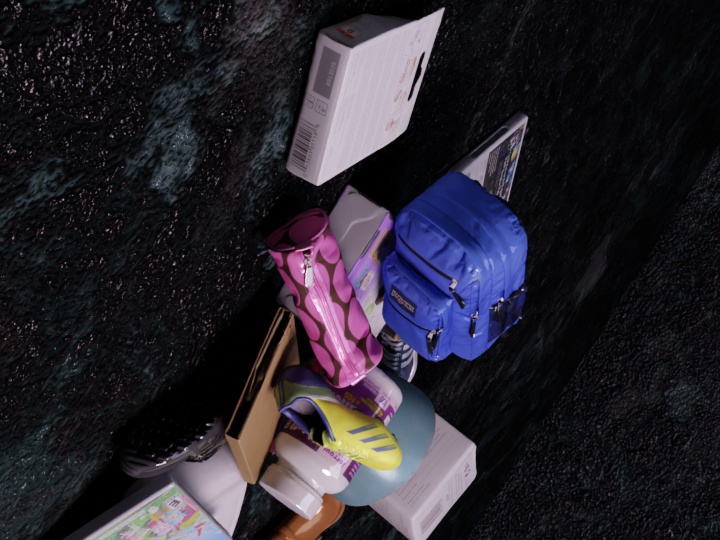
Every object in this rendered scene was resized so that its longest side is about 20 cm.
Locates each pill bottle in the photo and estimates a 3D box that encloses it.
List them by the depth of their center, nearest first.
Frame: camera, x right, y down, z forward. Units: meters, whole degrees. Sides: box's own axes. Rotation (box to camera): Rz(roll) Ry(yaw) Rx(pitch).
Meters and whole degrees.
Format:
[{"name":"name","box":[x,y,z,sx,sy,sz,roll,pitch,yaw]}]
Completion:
[{"name":"pill bottle","box":[-0.041,0.213,1.313,0.201,0.112,0.113,-55,159,-18]}]

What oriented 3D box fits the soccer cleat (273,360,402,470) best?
[{"name":"soccer cleat","box":[-0.028,0.191,1.202,0.064,0.200,0.084,-33,-151,28]}]

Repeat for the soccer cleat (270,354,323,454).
[{"name":"soccer cleat","box":[-0.079,0.159,1.377,0.200,0.066,0.077,-45,142,-25]}]

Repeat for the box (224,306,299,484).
[{"name":"box","box":[-0.113,0.156,1.223,0.200,0.021,0.165,92,18,-65]}]

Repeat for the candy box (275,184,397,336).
[{"name":"candy box","box":[0.000,0.000,1.300,0.169,0.071,0.200,-57,157,4]}]

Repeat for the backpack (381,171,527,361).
[{"name":"backpack","box":[0.113,0.000,1.227,0.167,0.162,0.201,-39,151,-29]}]

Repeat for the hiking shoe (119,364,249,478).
[{"name":"hiking shoe","box":[-0.195,0.195,1.170,0.199,0.075,0.101,-31,145,-46]}]

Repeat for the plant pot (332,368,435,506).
[{"name":"plant pot","box":[-0.010,0.216,1.466,0.201,0.200,0.135,-50,121,-11]}]

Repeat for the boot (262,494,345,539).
[{"name":"boot","box":[-0.113,0.418,1.670,0.155,0.077,0.201,-19,146,-49]}]

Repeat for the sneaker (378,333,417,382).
[{"name":"sneaker","box":[0.051,0.111,1.555,0.108,0.070,0.202,-15,128,-64]}]

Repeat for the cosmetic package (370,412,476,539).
[{"name":"cosmetic package","box":[0.069,0.319,1.709,0.166,0.199,0.168,-47,156,-18]}]

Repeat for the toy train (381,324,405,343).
[{"name":"toy train","box":[0.088,0.015,1.440,0.201,0.114,0.085,-58,158,7]}]

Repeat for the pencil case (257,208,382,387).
[{"name":"pencil case","box":[-0.039,0.037,1.145,0.090,0.094,0.201,-29,117,-10]}]

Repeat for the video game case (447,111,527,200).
[{"name":"video game case","box":[0.181,-0.123,1.560,0.182,0.023,0.201,-40,152,-32]}]

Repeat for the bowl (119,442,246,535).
[{"name":"bowl","box":[-0.221,0.315,1.290,0.199,0.074,0.202,-28,144,-49]}]

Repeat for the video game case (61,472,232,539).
[{"name":"video game case","box":[-0.263,0.328,1.160,0.199,0.022,0.183,-33,141,-5]}]

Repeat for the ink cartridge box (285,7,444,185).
[{"name":"ink cartridge box","box":[0.007,-0.199,1.090,0.200,0.050,0.163,-41,154,-51]}]
